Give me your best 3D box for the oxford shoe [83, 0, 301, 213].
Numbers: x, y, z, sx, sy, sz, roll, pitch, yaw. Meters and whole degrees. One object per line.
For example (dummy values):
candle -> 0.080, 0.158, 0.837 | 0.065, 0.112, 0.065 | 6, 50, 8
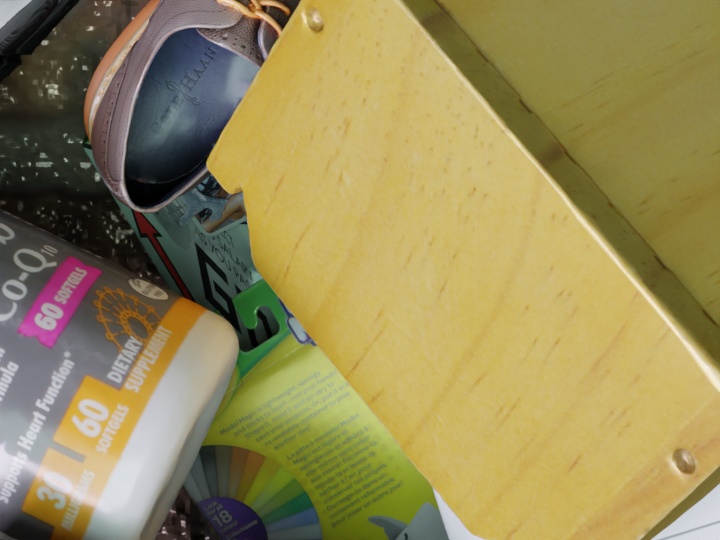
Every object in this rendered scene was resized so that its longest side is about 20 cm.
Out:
oxford shoe -> -0.030, -0.104, 0.825 | 0.071, 0.073, 0.200 | 25, 108, -17

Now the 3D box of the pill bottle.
pill bottle -> -0.153, 0.029, 0.821 | 0.200, 0.116, 0.116 | 25, 106, 2

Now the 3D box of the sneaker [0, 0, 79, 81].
sneaker -> -0.152, -0.136, 0.862 | 0.200, 0.076, 0.115 | -44, 93, 5

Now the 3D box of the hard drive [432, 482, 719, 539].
hard drive -> 0.076, 0.019, 0.826 | 0.132, 0.027, 0.200 | -19, 82, 12

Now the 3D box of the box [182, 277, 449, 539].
box -> 0.008, 0.089, 0.898 | 0.117, 0.048, 0.200 | -32, 101, 11

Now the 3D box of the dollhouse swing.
dollhouse swing -> 0.094, -0.037, 0.794 | 0.200, 0.176, 0.182 | 50, 140, 12

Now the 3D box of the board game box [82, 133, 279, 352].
board game box -> 0.000, 0.000, 0.915 | 0.135, 0.029, 0.200 | -28, 105, 10
